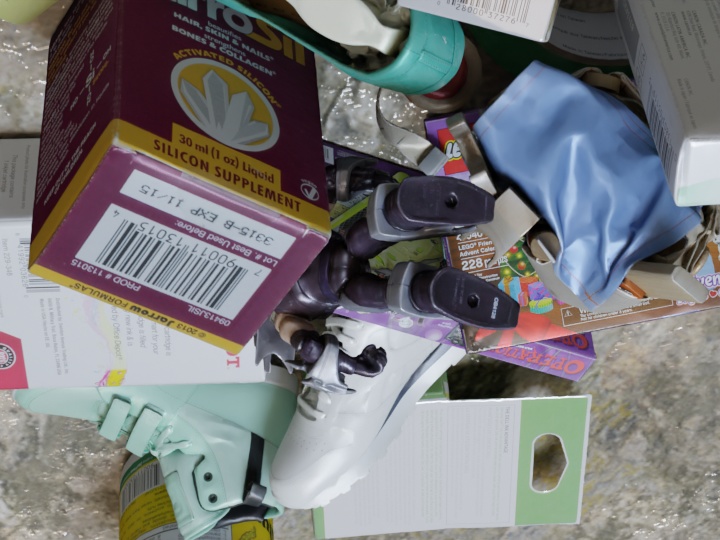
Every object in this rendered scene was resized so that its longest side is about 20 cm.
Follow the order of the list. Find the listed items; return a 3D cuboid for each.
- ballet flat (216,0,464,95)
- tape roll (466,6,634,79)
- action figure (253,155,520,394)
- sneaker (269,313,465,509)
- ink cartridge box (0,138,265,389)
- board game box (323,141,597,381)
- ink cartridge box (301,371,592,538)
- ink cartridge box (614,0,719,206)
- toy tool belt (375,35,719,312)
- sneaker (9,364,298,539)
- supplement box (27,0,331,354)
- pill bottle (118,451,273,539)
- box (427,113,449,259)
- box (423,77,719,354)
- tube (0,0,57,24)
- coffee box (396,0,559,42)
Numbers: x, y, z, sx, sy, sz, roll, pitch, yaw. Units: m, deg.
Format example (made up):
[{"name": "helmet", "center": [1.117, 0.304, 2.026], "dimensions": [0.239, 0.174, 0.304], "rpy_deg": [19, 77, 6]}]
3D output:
[{"name": "ballet flat", "center": [-0.036, -0.156, 0.930], "dimensions": [0.068, 0.199, 0.070], "rpy_deg": [-62, 160, 8]}, {"name": "tape roll", "center": [0.148, -0.188, 1.000], "dimensions": [0.199, 0.048, 0.201], "rpy_deg": [-3, 133, -3]}, {"name": "action figure", "center": [0.000, 0.000, 0.950], "dimensions": [0.069, 0.131, 0.200], "rpy_deg": [2, 176, -30]}, {"name": "sneaker", "center": [-0.002, 0.064, 1.170], "dimensions": [0.080, 0.076, 0.200], "rpy_deg": [41, 84, -36]}, {"name": "ink cartridge box", "center": [-0.157, -0.004, 1.114], "dimensions": [0.198, 0.086, 0.148], "rpy_deg": [-2, 133, -6]}, {"name": "board game box", "center": [0.049, -0.007, 1.110], "dimensions": [0.199, 0.121, 0.032], "rpy_deg": [17, 130, -20]}, {"name": "ink cartridge box", "center": [0.060, 0.127, 1.287], "dimensions": [0.198, 0.048, 0.146], "rpy_deg": [-4, 134, -3]}, {"name": "ink cartridge box", "center": [0.246, -0.108, 0.942], "dimensions": [0.198, 0.162, 0.050], "rpy_deg": [-2, 134, -5]}, {"name": "toy tool belt", "center": [0.100, -0.057, 0.946], "dimensions": [0.200, 0.123, 0.125], "rpy_deg": [41, 95, -3]}, {"name": "sneaker", "center": [-0.139, 0.116, 1.199], "dimensions": [0.199, 0.119, 0.074], "rpy_deg": [6, 153, -11]}, {"name": "supplement box", "center": [-0.097, -0.074, 0.974], "dimensions": [0.130, 0.201, 0.103], "rpy_deg": [22, 127, -25]}, {"name": "pill bottle", "center": [-0.113, 0.220, 1.249], "dimensions": [0.112, 0.201, 0.113], "rpy_deg": [-3, 134, -3]}, {"name": "box", "center": [0.143, -0.062, 1.094], "dimensions": [0.198, 0.083, 0.049], "rpy_deg": [-7, 135, 1]}, {"name": "box", "center": [0.144, -0.038, 1.030], "dimensions": [0.198, 0.039, 0.138], "rpy_deg": [-11, 97, 2]}, {"name": "tube", "center": [-0.128, -0.201, 0.938], "dimensions": [0.199, 0.052, 0.058], "rpy_deg": [-30, 146, 30]}, {"name": "coffee box", "center": [0.081, -0.227, 0.864], "dimensions": [0.079, 0.113, 0.201], "rpy_deg": [14, 113, 4]}]
